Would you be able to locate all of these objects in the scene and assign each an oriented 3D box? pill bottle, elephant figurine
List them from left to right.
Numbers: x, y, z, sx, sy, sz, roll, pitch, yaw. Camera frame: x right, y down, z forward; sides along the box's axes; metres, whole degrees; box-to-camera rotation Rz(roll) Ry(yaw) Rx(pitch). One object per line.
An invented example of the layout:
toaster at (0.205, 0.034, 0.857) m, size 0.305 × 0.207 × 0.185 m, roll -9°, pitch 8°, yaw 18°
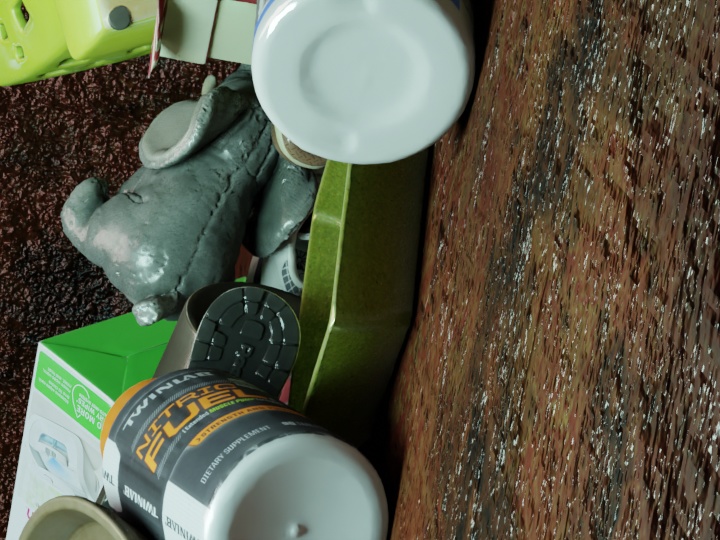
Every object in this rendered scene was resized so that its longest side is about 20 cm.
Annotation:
elephant figurine at (-0.096, -0.071, 1.973) m, size 0.200 × 0.155 × 0.141 m, roll -51°, pitch -28°, yaw 7°
pill bottle at (-0.073, 0.113, 1.583) m, size 0.200 × 0.106 × 0.107 m, roll 24°, pitch 106°, yaw 62°
pill bottle at (0.003, -0.153, 1.552) m, size 0.200 × 0.113 × 0.114 m, roll -87°, pitch 8°, yaw -55°

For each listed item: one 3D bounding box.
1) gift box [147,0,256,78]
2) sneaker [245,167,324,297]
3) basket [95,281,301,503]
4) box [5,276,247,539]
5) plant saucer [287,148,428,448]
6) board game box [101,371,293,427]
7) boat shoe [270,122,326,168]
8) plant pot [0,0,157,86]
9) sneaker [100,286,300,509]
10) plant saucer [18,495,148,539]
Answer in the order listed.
gift box at (-0.043, -0.213, 1.771) m, size 0.200 × 0.186 × 0.185 m, roll 107°, pitch 172°, yaw -49°
sneaker at (-0.026, -0.057, 2.026) m, size 0.080 × 0.076 × 0.201 m, roll 144°, pitch 134°, yaw -64°
basket at (-0.087, 0.119, 1.925) m, size 0.180 × 0.136 × 0.200 m, roll 45°, pitch 127°, yaw 42°
box at (-0.136, 0.122, 2.111) m, size 0.097 × 0.200 × 0.177 m, roll 35°, pitch 127°, yaw 33°
plant saucer at (0.000, 0.000, 1.670) m, size 0.200 × 0.048 × 0.200 m, roll 108°, pitch 171°, yaw -57°
board game box at (-0.092, 0.121, 1.825) m, size 0.200 × 0.030 × 0.096 m, roll -19°, pitch 78°, yaw 46°
boat shoe at (-0.016, -0.155, 1.977) m, size 0.075 × 0.075 × 0.203 m, roll -26°, pitch 42°, yaw 63°
plant pot at (-0.153, -0.238, 1.950) m, size 0.181 × 0.199 × 0.201 m, roll 7°, pitch 112°, yaw 66°
sneaker at (-0.091, 0.109, 1.730) m, size 0.200 × 0.076 × 0.088 m, roll -61°, pitch -2°, yaw -7°
plant saucer at (-0.134, 0.217, 1.585) m, size 0.200 × 0.029 × 0.201 m, roll 21°, pitch 115°, yaw 55°
